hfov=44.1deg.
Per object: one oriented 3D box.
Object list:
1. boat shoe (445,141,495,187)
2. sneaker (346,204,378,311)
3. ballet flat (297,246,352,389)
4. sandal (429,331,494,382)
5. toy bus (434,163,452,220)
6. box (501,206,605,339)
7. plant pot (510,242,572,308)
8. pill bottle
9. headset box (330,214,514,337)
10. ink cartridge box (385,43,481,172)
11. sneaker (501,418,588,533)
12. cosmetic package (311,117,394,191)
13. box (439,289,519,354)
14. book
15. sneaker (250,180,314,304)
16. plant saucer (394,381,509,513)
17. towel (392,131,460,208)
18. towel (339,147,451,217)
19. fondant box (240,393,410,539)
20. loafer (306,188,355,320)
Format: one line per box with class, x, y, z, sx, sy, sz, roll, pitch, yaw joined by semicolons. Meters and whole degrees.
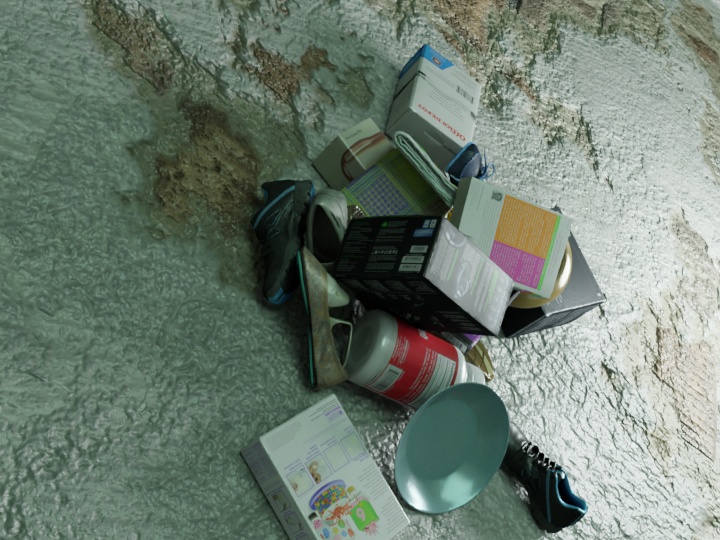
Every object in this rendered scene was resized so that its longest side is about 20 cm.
boat shoe;0.199;-0.169;1.558;0.069;0.084;0.200;46;3;12
sneaker;0.000;0.000;1.345;0.070;0.075;0.201;-35;107;-56
ballet flat;-0.046;0.063;1.239;0.067;0.068;0.202;-6;99;-3
sandal;0.134;0.107;1.417;0.200;0.054;0.080;43;23;13
toy bus;0.137;-0.083;1.534;0.078;0.065;0.201;-17;75;-42
box;0.310;0.001;1.591;0.181;0.104;0.201;-8;68;-40
plant pot;0.268;-0.036;1.492;0.198;0.028;0.202;5;67;-11
pill bottle;0.081;0.144;1.304;0.199;0.112;0.113;27;49;-24
headset box;0.092;0.013;1.243;0.200;0.173;0.093;37;66;-39
ink cartridge box;0.139;-0.303;1.664;0.146;0.084;0.201;33;47;-19
sneaker;0.277;0.305;1.380;0.073;0.082;0.201;-29;82;-44
cosmetic package;0.028;-0.138;1.464;0.200;0.087;0.103;51;45;0
box;0.173;0.017;1.404;0.143;0.036;0.200;39;65;14
book;0.223;-0.046;1.352;0.199;0.048;0.135;19;81;-29
sneaker;-0.121;-0.043;1.298;0.081;0.073;0.201;6;60;7
plant saucer;0.123;0.247;1.267;0.200;0.039;0.203;-11;112;-29
towel;0.114;-0.166;1.430;0.149;0.031;0.200;50;11;0
towel;0.025;-0.080;1.387;0.200;0.023;0.144;-41;89;-5
fondant box;-0.044;0.281;1.152;0.144;0.058;0.201;-24;78;-45
loafer;-0.047;-0.015;1.277;0.070;0.069;0.202;-48;135;-63
